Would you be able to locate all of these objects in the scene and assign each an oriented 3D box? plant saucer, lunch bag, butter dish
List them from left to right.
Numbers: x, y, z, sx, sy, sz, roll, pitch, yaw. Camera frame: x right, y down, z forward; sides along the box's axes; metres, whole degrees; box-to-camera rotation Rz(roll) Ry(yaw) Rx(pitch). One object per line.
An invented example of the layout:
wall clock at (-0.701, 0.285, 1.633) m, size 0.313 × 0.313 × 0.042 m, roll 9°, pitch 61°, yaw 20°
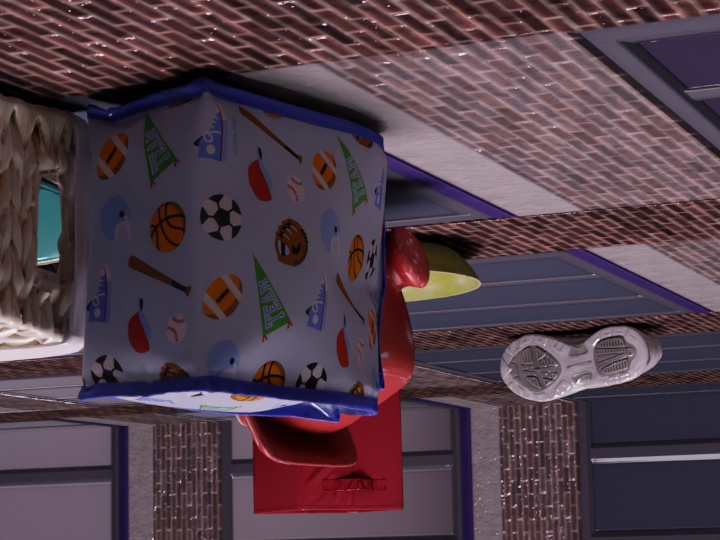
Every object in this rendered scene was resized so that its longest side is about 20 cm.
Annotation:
lunch bag at (-0.059, -0.003, 1.113) m, size 0.123 × 0.172 × 0.199 m, roll -4°, pitch 172°, yaw 40°
butter dish at (-0.021, 0.019, 1.351) m, size 0.147 × 0.201 × 0.200 m, roll -27°, pitch 166°, yaw 14°
plant saucer at (0.000, 0.000, 1.626) m, size 0.198 × 0.031 × 0.200 m, roll -1°, pitch 171°, yaw 0°

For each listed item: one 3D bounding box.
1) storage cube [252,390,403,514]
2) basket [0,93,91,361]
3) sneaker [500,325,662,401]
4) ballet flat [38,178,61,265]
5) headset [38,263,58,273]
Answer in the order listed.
storage cube at (-0.048, 0.262, 2.880) m, size 0.169 × 0.182 × 0.200 m, roll 3°, pitch 170°, yaw -26°
basket at (-0.260, -0.022, 1.085) m, size 0.198 × 0.137 × 0.123 m, roll -6°, pitch 169°, yaw 25°
sneaker at (0.255, 0.107, 2.246) m, size 0.198 × 0.079 × 0.099 m, roll -6°, pitch 174°, yaw 35°
ballet flat at (-0.258, -0.042, 1.256) m, size 0.198 × 0.069 × 0.063 m, roll 2°, pitch -161°, yaw -3°
headset at (-0.227, 0.034, 1.601) m, size 0.122 × 0.095 × 0.199 m, roll 3°, pitch -178°, yaw -31°
